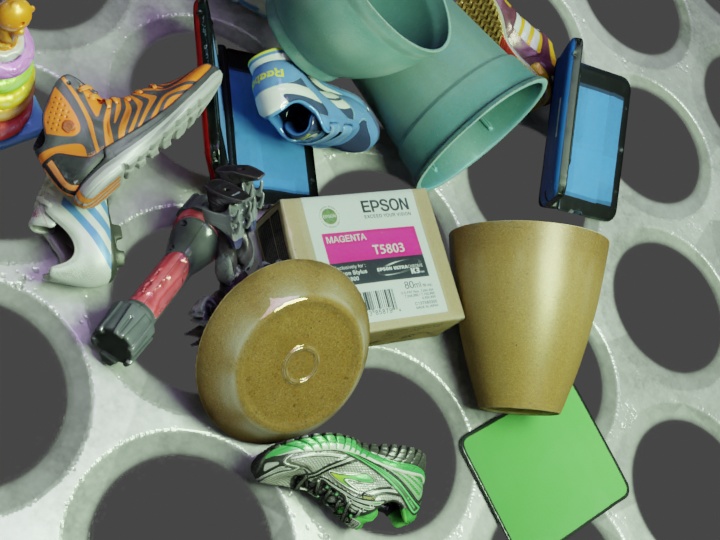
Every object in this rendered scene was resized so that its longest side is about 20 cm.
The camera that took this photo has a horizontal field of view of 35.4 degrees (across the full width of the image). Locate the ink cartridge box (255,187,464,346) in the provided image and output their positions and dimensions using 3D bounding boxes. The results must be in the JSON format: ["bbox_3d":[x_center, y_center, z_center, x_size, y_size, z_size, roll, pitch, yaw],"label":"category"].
[{"bbox_3d":[0.000,0.000,1.258,0.199,0.075,0.166,-8,74,-31],"label":"ink cartridge box"}]

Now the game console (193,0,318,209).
[{"bbox_3d":[-0.114,-0.180,1.251,0.118,0.173,0.201,-7,70,-4],"label":"game console"}]

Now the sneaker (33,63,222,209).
[{"bbox_3d":[-0.233,-0.162,1.099,0.112,0.078,0.200,46,67,0],"label":"sneaker"}]

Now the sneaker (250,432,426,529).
[{"bbox_3d":[-0.018,0.216,1.150,0.199,0.078,0.086,13,63,-25],"label":"sneaker"}]

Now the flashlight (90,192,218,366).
[{"bbox_3d":[-0.195,0.005,1.144,0.200,0.068,0.068,-57,135,-39],"label":"flashlight"}]

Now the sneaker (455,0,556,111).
[{"bbox_3d":[0.204,-0.311,1.520,0.090,0.075,0.201,-30,92,-44],"label":"sneaker"}]

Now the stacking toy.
[{"bbox_3d":[-0.349,-0.201,1.070,0.116,0.200,0.110,-26,83,-34],"label":"stacking toy"}]

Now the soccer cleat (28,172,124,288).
[{"bbox_3d":[-0.291,-0.079,1.129,0.086,0.070,0.201,-3,70,-29],"label":"soccer cleat"}]

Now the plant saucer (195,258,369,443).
[{"bbox_3d":[-0.067,0.089,1.131,0.199,0.035,0.202,-12,115,-28],"label":"plant saucer"}]

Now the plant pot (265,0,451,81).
[{"bbox_3d":[-0.016,-0.287,1.208,0.200,0.134,0.201,35,40,-35],"label":"plant pot"}]

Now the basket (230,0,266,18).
[{"bbox_3d":[-0.098,-0.400,1.299,0.138,0.200,0.177,27,59,-16],"label":"basket"}]

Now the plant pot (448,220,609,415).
[{"bbox_3d":[0.189,0.061,1.290,0.185,0.186,0.202,10,77,-26],"label":"plant pot"}]

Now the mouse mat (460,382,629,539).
[{"bbox_3d":[0.219,0.231,1.322,0.199,0.008,0.162,-22,81,-36],"label":"mouse mat"}]

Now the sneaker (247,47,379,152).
[{"bbox_3d":[-0.051,-0.170,1.269,0.199,0.074,0.083,26,47,-45],"label":"sneaker"}]

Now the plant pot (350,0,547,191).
[{"bbox_3d":[0.084,-0.231,1.349,0.200,0.200,0.196,-32,77,-36],"label":"plant pot"}]

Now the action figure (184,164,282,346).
[{"bbox_3d":[-0.126,0.000,1.138,0.069,0.201,0.130,14,32,22],"label":"action figure"}]

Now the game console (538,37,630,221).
[{"bbox_3d":[0.301,-0.176,1.450,0.117,0.171,0.202,7,86,0],"label":"game console"}]
